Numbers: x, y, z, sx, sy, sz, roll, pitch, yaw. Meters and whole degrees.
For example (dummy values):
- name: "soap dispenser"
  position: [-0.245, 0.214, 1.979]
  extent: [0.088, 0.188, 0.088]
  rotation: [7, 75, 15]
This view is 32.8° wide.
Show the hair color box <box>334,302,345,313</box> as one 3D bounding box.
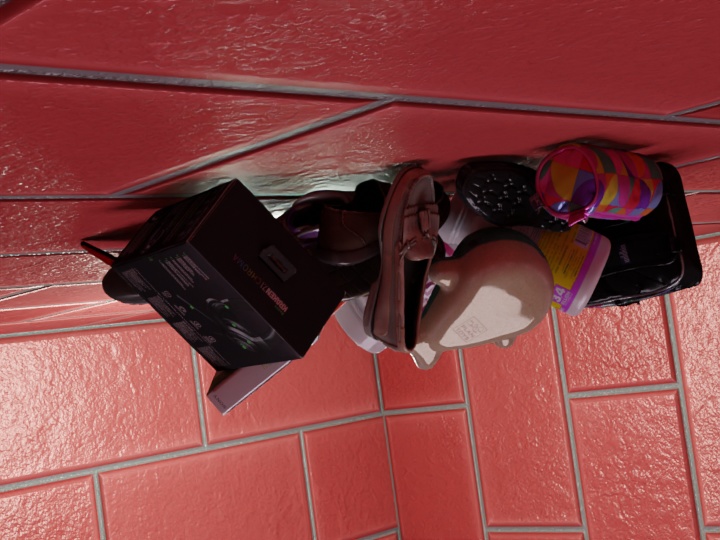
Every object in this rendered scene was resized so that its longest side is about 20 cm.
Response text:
- name: "hair color box"
  position: [-0.056, 0.021, 1.579]
  extent: [0.200, 0.064, 0.111]
  rotation: [-45, -167, 25]

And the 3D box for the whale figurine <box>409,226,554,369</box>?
- name: "whale figurine"
  position: [0.125, 0.029, 1.409]
  extent: [0.199, 0.104, 0.159]
  rotation: [-36, 125, 20]

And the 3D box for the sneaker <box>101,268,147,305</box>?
- name: "sneaker"
  position: [-0.270, -0.007, 1.712]
  extent: [0.197, 0.077, 0.091]
  rotation: [-15, 166, 1]

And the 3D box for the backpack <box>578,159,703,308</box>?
- name: "backpack"
  position: [0.329, -0.040, 1.577]
  extent: [0.198, 0.180, 0.150]
  rotation: [-17, 170, 28]

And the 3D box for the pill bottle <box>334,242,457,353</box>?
- name: "pill bottle"
  position: [0.063, 0.010, 1.611]
  extent: [0.200, 0.114, 0.113]
  rotation: [-44, 162, 20]

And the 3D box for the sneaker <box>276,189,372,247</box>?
- name: "sneaker"
  position: [-0.078, -0.050, 1.427]
  extent: [0.199, 0.074, 0.114]
  rotation: [-25, 165, 29]

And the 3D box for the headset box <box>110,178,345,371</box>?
- name: "headset box"
  position: [-0.137, 0.009, 1.279]
  extent: [0.199, 0.174, 0.093]
  rotation: [-14, -145, 55]

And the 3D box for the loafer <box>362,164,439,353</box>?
- name: "loafer"
  position: [0.055, -0.009, 1.305]
  extent: [0.071, 0.203, 0.063]
  rotation: [-9, -151, -42]

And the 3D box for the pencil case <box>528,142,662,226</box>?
- name: "pencil case"
  position: [0.266, -0.093, 1.359]
  extent: [0.087, 0.090, 0.199]
  rotation: [-11, 177, 36]

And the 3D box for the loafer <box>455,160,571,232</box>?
- name: "loafer"
  position: [0.170, -0.087, 1.383]
  extent: [0.199, 0.069, 0.070]
  rotation: [11, -161, -45]

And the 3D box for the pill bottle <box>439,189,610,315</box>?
- name: "pill bottle"
  position: [0.196, -0.031, 1.488]
  extent: [0.198, 0.105, 0.104]
  rotation: [25, 179, 6]

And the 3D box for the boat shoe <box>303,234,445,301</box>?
- name: "boat shoe"
  position: [0.000, 0.000, 1.412]
  extent: [0.197, 0.077, 0.072]
  rotation: [-8, 168, -15]

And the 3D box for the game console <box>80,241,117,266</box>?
- name: "game console"
  position: [-0.219, -0.008, 1.540]
  extent: [0.199, 0.120, 0.172]
  rotation: [23, -132, 38]

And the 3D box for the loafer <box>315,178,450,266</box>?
- name: "loafer"
  position: [0.030, -0.067, 1.349]
  extent: [0.072, 0.072, 0.199]
  rotation: [14, -151, 37]

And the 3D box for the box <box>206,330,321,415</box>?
- name: "box"
  position: [-0.104, 0.081, 1.427]
  extent: [0.144, 0.036, 0.200]
  rotation: [-39, -171, 11]
